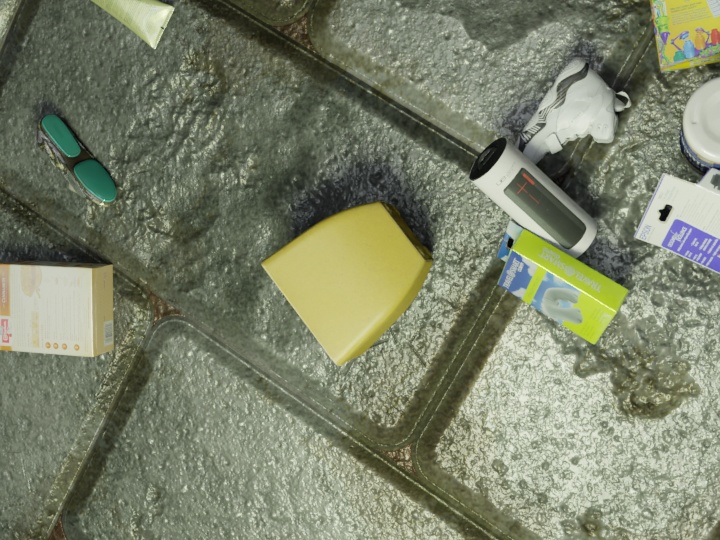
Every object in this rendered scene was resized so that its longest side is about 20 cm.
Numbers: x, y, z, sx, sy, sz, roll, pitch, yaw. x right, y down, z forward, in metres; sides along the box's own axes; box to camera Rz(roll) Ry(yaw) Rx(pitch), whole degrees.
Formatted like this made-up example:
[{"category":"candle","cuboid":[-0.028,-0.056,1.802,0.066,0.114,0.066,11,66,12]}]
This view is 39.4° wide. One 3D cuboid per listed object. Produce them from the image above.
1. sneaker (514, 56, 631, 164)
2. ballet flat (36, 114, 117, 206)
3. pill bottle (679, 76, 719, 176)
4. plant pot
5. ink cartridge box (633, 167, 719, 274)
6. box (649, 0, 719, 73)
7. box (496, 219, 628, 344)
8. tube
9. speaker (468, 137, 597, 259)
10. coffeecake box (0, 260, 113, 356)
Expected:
[{"category":"sneaker","cuboid":[0.308,-0.203,1.487,0.114,0.075,0.202,35,102,13]},{"category":"ballet flat","cuboid":[-0.498,-0.180,1.758,0.072,0.072,0.201,-41,83,17]},{"category":"pill bottle","cuboid":[0.490,-0.185,1.361,0.109,0.200,0.113,-1,85,16]},{"category":"plant pot","cuboid":[0.000,0.000,1.550,0.199,0.195,0.195,-40,83,10]},{"category":"ink cartridge box","cuboid":[0.494,-0.063,1.386,0.197,0.199,0.044,24,70,12]},{"category":"box","cuboid":[0.499,-0.393,1.383,0.196,0.122,0.196,-8,93,19]},{"category":"box","cuboid":[0.287,0.018,1.494,0.198,0.122,0.048,32,66,12]},{"category":"tube","cuboid":[-0.412,-0.460,1.708,0.198,0.052,0.058,33,145,9]},{"category":"speaker","cuboid":[0.253,-0.103,1.472,0.199,0.081,0.081,40,107,-18]},{"category":"coffeecake box","cuboid":[-0.542,0.065,1.784,0.196,0.073,0.157,3,96,17]}]
